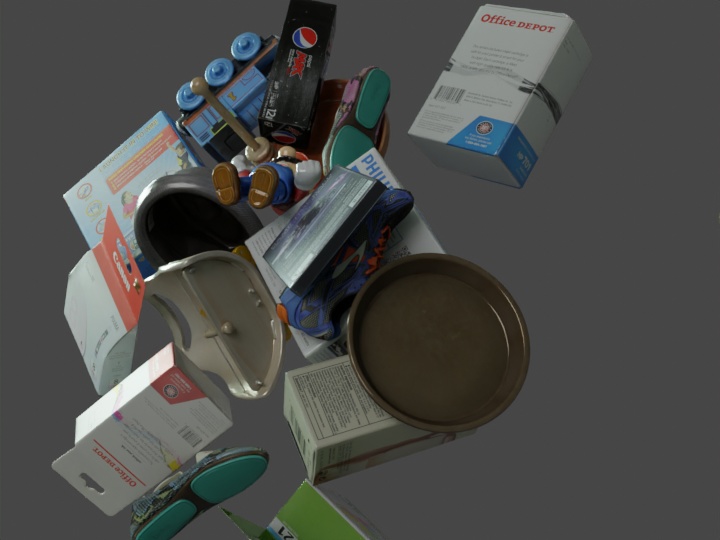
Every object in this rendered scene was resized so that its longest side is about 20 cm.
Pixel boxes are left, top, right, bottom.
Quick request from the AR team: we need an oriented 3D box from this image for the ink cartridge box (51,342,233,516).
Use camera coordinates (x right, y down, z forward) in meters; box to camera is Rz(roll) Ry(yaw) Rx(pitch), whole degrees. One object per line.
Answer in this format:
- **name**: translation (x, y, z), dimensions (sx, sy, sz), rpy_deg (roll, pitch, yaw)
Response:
- **ink cartridge box**: translation (-0.271, 0.199, 1.315), dimensions (0.200, 0.117, 0.068), rpy_deg (-38, 26, 5)

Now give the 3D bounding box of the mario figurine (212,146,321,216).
- **mario figurine**: translation (-0.109, -0.124, 1.323), dimensions (0.123, 0.200, 0.106), rpy_deg (42, 104, 9)

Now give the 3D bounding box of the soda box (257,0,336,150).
- **soda box**: translation (-0.084, -0.270, 1.449), dimensions (0.070, 0.063, 0.201), rpy_deg (12, 69, 1)

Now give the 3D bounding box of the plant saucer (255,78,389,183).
- **plant saucer**: translation (-0.051, -0.169, 1.451), dimensions (0.199, 0.032, 0.201), rpy_deg (-11, 61, 21)

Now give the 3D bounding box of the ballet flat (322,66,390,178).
- **ballet flat**: translation (-0.014, -0.177, 1.382), dimensions (0.071, 0.069, 0.201), rpy_deg (-21, 44, 50)

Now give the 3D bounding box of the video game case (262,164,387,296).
- **video game case**: translation (-0.045, -0.050, 1.166), dimensions (0.143, 0.019, 0.200), rpy_deg (-51, 16, 0)

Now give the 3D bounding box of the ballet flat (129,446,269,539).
- **ballet flat**: translation (-0.201, 0.259, 1.291), dimensions (0.199, 0.074, 0.074), rpy_deg (-34, 55, 4)

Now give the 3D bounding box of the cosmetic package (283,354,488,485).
- **cosmetic package**: translation (0.025, 0.146, 1.160), dimensions (0.199, 0.087, 0.104), rpy_deg (-14, 54, -16)

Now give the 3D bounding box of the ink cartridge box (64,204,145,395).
- **ink cartridge box**: translation (-0.343, 0.040, 1.411), dimensions (0.057, 0.201, 0.163), rpy_deg (-12, 49, -27)

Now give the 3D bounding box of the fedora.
- **fedora**: translation (-0.201, -0.059, 1.403), dimensions (0.176, 0.200, 0.091), rpy_deg (-29, 28, 28)

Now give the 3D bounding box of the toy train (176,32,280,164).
- **toy train**: translation (-0.173, -0.250, 1.528), dimensions (0.200, 0.087, 0.114), rpy_deg (-41, 63, 0)

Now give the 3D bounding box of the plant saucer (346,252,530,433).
- **plant saucer**: translation (0.081, 0.077, 1.128), dimensions (0.199, 0.029, 0.201), rpy_deg (4, 66, -9)

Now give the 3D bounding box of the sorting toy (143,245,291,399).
- **sorting toy**: translation (-0.200, 0.059, 1.344), dimensions (0.179, 0.201, 0.107), rpy_deg (-11, 26, 39)

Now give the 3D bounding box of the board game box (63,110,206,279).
- **board game box**: translation (-0.309, -0.099, 1.533), dimensions (0.200, 0.056, 0.196), rpy_deg (-39, 54, 4)

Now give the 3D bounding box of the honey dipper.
- **honey dipper**: translation (-0.162, -0.185, 1.373), dimensions (0.038, 0.200, 0.038), rpy_deg (-12, 60, 22)

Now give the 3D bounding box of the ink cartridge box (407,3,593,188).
- **ink cartridge box**: translation (0.174, -0.218, 1.318), dimensions (0.146, 0.086, 0.201), rpy_deg (21, 74, 41)

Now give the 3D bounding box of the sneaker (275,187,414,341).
- **sneaker**: translation (-0.003, -0.004, 1.174), dimensions (0.078, 0.075, 0.200), rpy_deg (38, 91, 22)

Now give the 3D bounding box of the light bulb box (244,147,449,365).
- **light bulb box**: translation (0.000, 0.000, 1.280), dimensions (0.200, 0.125, 0.199), rpy_deg (-35, 54, 6)

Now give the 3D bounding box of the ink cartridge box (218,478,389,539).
- **ink cartridge box**: translation (-0.034, 0.286, 1.104), dimensions (0.148, 0.200, 0.076), rpy_deg (37, 85, 35)
